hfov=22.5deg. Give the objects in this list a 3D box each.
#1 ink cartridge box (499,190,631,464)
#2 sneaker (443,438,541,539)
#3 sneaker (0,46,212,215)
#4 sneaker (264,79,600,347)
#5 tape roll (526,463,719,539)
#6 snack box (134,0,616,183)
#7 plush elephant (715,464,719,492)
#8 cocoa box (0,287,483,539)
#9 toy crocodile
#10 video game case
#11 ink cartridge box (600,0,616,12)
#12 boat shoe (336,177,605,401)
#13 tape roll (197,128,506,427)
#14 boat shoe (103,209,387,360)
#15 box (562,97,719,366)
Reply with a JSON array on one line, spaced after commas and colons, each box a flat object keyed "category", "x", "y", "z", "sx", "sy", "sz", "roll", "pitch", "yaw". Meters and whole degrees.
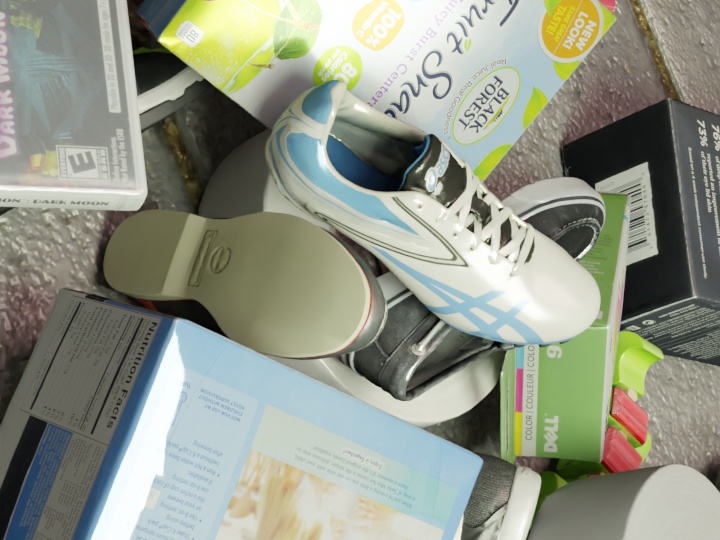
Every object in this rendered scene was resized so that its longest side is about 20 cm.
[{"category": "ink cartridge box", "x": 0.126, "y": 0.046, "z": 1.105, "sx": 0.200, "sy": 0.059, "sz": 0.104, "roll": -70, "pitch": 162, "yaw": -54}, {"category": "sneaker", "x": 0.019, "y": 0.191, "z": 1.021, "sx": 0.111, "sy": 0.073, "sz": 0.201, "roll": 20, "pitch": 83, "yaw": 5}, {"category": "sneaker", "x": -0.155, "y": -0.099, "z": 0.961, "sx": 0.200, "sy": 0.072, "sz": 0.083, "roll": -37, "pitch": 98, "yaw": -45}, {"category": "sneaker", "x": 0.044, "y": -0.026, "z": 0.927, "sx": 0.199, "sy": 0.072, "sz": 0.072, "roll": 31, "pitch": 57, "yaw": -13}, {"category": "tape roll", "x": 0.166, "y": 0.215, "z": 1.037, "sx": 0.200, "sy": 0.066, "sz": 0.202, "roll": 26, "pitch": 58, "yaw": -51}, {"category": "snack box", "x": 0.010, "y": -0.137, "z": 0.969, "sx": 0.200, "sy": 0.068, "sz": 0.169, "roll": 36, "pitch": 97, "yaw": -28}, {"category": "plush elephant", "x": 0.288, "y": 0.216, "z": 1.200, "sx": 0.164, "sy": 0.199, "sz": 0.156, "roll": -9, "pitch": 98, "yaw": -52}, {"category": "cocoa box", "x": -0.066, "y": 0.109, "z": 0.893, "sx": 0.199, "sy": 0.131, "sz": 0.134, "roll": 27, "pitch": 80, "yaw": -33}, {"category": "toy crocodile", "x": 0.152, "y": 0.129, "z": 1.164, "sx": 0.067, "sy": 0.062, "sz": 0.201, "roll": 41, "pitch": 51, "yaw": -23}, {"category": "video game case", "x": -0.204, "y": -0.125, "z": 0.904, "sx": 0.181, "sy": 0.023, "sz": 0.201, "roll": 1, "pitch": 65, "yaw": -22}, {"category": "ink cartridge box", "x": 0.035, "y": -0.181, "z": 1.119, "sx": 0.199, "sy": 0.144, "sz": 0.085, "roll": 4, "pitch": 69, "yaw": -42}, {"category": "boat shoe", "x": 0.077, "y": 0.012, "z": 1.004, "sx": 0.199, "sy": 0.072, "sz": 0.068, "roll": -27, "pitch": 50, "yaw": -35}, {"category": "tape roll", "x": 0.000, "y": 0.000, "z": 1.068, "sx": 0.202, "sy": 0.071, "sz": 0.204, "roll": 18, "pitch": 63, "yaw": -38}, {"category": "boat shoe", "x": -0.053, "y": 0.010, "z": 0.931, "sx": 0.062, "sy": 0.199, "sz": 0.072, "roll": 32, "pitch": 76, "yaw": -42}, {"category": "box", "x": 0.252, "y": -0.019, "z": 1.287, "sx": 0.199, "sy": 0.104, "sz": 0.149, "roll": 14, "pitch": 64, "yaw": -39}]
